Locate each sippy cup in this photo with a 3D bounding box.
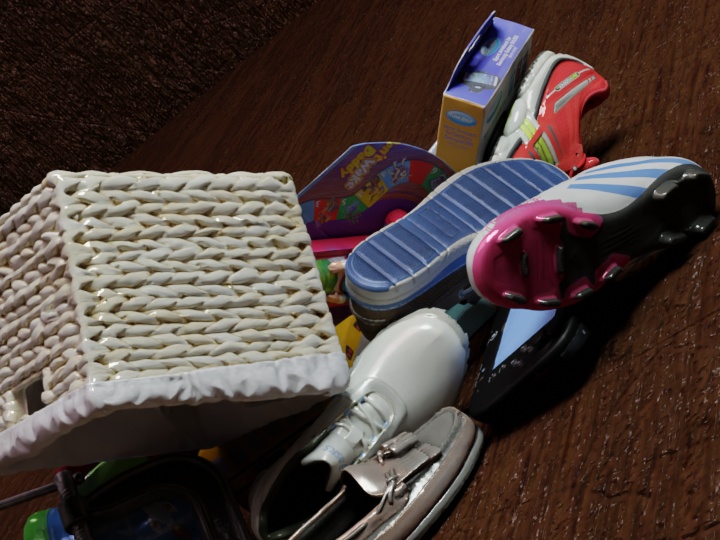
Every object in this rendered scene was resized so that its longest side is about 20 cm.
[{"bbox_3d":[-0.153,0.206,1.215,0.130,0.179,0.140,-31,-14,2],"label":"sippy cup"}]

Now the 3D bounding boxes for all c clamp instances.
[{"bbox_3d":[-0.152,0.205,1.134,0.170,0.027,0.200,-26,55,-13],"label":"c clamp"}]

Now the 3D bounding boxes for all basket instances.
[{"bbox_3d":[-0.145,0.035,1.133,0.199,0.162,0.198,-2,-16,-35],"label":"basket"}]

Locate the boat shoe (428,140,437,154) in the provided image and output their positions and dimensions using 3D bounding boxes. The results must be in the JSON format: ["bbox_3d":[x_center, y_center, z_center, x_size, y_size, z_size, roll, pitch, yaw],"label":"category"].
[{"bbox_3d":[0.079,-0.079,1.517,0.200,0.070,0.066,-46,3,-8],"label":"boat shoe"}]

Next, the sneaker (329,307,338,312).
[{"bbox_3d":[-0.076,0.036,1.365,0.129,0.080,0.199,-41,11,-9],"label":"sneaker"}]

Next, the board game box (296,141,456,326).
[{"bbox_3d":[0.000,0.000,1.244,0.200,0.158,0.039,-41,42,6],"label":"board game box"}]

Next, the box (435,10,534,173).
[{"bbox_3d":[0.096,-0.109,1.371,0.201,0.041,0.119,98,-163,-44],"label":"box"}]

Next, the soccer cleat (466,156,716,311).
[{"bbox_3d":[0.139,-0.025,1.087,0.199,0.070,0.086,-18,19,-28],"label":"soccer cleat"}]

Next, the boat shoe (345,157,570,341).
[{"bbox_3d":[0.070,-0.015,1.210,0.199,0.073,0.072,-27,49,-25],"label":"boat shoe"}]

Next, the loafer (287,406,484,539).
[{"bbox_3d":[0.000,0.155,1.060,0.200,0.063,0.072,-49,16,-20],"label":"loafer"}]

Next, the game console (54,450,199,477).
[{"bbox_3d":[-0.162,0.082,1.429,0.118,0.174,0.199,-6,-2,32],"label":"game console"}]

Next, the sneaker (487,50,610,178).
[{"bbox_3d":[0.144,-0.079,1.322,0.077,0.084,0.201,89,-157,-74],"label":"sneaker"}]

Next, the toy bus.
[{"bbox_3d":[-0.024,0.100,1.240,0.200,0.078,0.065,-38,15,29],"label":"toy bus"}]

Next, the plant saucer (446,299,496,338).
[{"bbox_3d":[0.038,0.017,1.345,0.070,0.019,0.200,-44,30,-2],"label":"plant saucer"}]

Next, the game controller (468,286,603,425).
[{"bbox_3d":[0.124,0.026,1.141,0.104,0.042,0.200,-34,16,30],"label":"game controller"}]

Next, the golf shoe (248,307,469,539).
[{"bbox_3d":[0.001,0.113,1.124,0.200,0.078,0.097,-51,-2,5],"label":"golf shoe"}]
